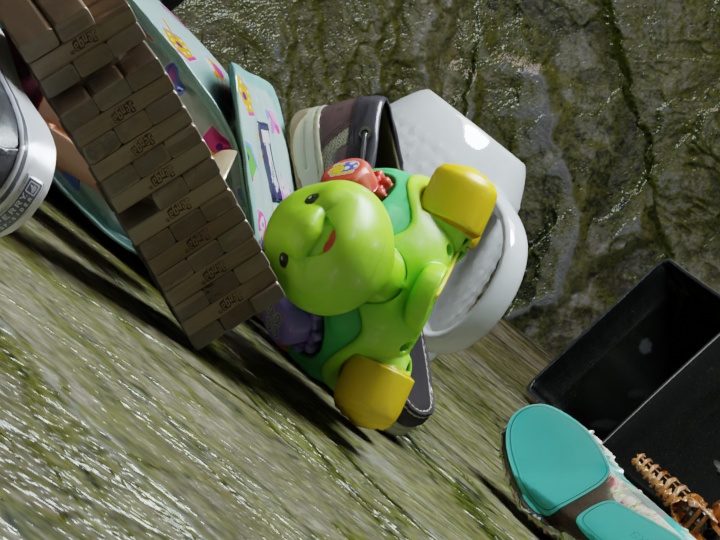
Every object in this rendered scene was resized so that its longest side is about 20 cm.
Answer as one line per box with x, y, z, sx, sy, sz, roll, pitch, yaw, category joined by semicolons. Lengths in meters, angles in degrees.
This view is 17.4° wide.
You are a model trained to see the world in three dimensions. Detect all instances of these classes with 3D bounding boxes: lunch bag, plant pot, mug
-0.113;-0.077;1.317;0.200;0.122;0.170;44;4;5;lunch bag
0.316;0.139;2.333;0.178;0.199;0.200;48;-1;-23;plant pot
0.041;-0.019;1.621;0.147;0.176;0.200;34;5;-41;mug

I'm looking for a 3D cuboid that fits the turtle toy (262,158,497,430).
0.000;0.000;1.234;0.100;0.147;0.200;25;-5;2;turtle toy

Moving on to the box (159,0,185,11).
-0.189;-0.198;1.410;0.159;0.199;0.046;40;30;-29;box

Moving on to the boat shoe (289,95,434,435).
0.012;-0.006;1.369;0.072;0.064;0.202;8;65;-62;boat shoe

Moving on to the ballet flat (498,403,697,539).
0.146;0.158;1.437;0.200;0.075;0.064;49;-19;51;ballet flat

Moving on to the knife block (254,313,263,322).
-0.061;-0.012;1.430;0.200;0.064;0.175;35;4;-46;knife block

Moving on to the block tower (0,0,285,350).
-0.100;-0.051;1.101;0.058;0.054;0.201;52;-8;52;block tower

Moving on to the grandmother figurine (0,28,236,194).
-0.163;-0.079;1.177;0.199;0.122;0.061;26;40;-5;grandmother figurine

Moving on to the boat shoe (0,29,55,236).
-0.197;-0.085;1.038;0.068;0.072;0.200;36;11;-38;boat shoe

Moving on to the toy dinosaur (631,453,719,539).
0.329;0.228;2.072;0.201;0.102;0.136;59;19;-6;toy dinosaur
